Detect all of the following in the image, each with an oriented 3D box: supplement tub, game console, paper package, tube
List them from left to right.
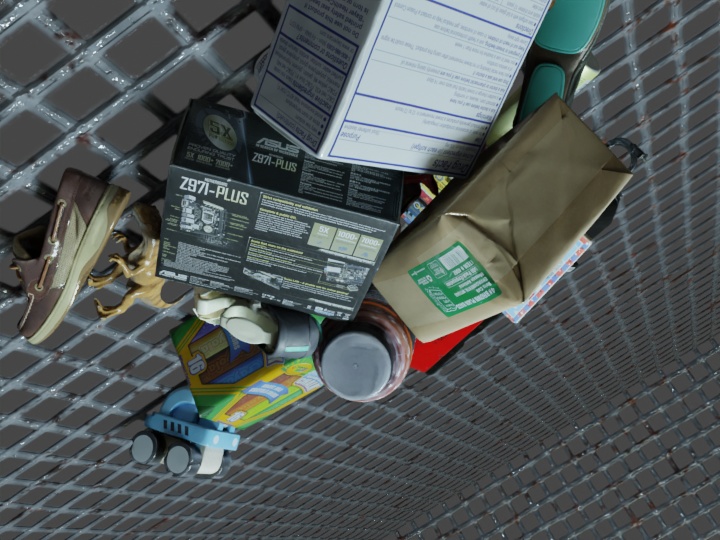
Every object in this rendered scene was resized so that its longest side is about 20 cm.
[{"bbox_3d":[0.006,0.078,0.927,0.107,0.107,0.200,-34,-177,10],"label":"supplement tub"},{"bbox_3d":[0.124,0.042,1.175,0.172,0.119,0.200,23,133,-20],"label":"game console"},{"bbox_3d":[0.121,-0.041,0.798,0.191,0.103,0.200,-46,-175,-24],"label":"paper package"},{"bbox_3d":[0.181,-0.178,0.972,0.058,0.052,0.200,34,127,-17],"label":"tube"}]

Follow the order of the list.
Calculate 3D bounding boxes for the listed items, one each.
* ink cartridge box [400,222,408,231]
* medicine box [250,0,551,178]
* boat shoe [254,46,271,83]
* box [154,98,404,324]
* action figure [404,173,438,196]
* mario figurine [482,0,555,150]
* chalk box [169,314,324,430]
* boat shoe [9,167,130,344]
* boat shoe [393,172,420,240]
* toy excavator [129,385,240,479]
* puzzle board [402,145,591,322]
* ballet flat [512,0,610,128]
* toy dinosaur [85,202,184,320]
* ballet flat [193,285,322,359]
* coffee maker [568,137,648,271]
[{"bbox_3d":[0.076,0.000,1.152,0.116,0.068,0.200,1,142,-47],"label":"ink cartridge box"},{"bbox_3d":[0.038,-0.187,0.674,0.182,0.103,0.201,1,121,-46],"label":"medicine box"},{"bbox_3d":[-0.015,-0.147,0.796,0.072,0.068,0.200,-39,153,19],"label":"boat shoe"},{"bbox_3d":[-0.078,-0.049,0.787,0.199,0.086,0.164,14,142,-8],"label":"box"},{"bbox_3d":[-0.021,-0.088,0.848,0.199,0.066,0.052,-4,158,17],"label":"action figure"},{"bbox_3d":[0.098,-0.202,0.835,0.123,0.106,0.200,20,123,-14],"label":"mario figurine"},{"bbox_3d":[-0.108,0.091,1.051,0.199,0.124,0.125,-30,154,9],"label":"chalk box"},{"bbox_3d":[-0.282,-0.014,0.781,0.072,0.072,0.200,29,126,-17],"label":"boat shoe"},{"bbox_3d":[0.009,-0.055,0.952,0.072,0.072,0.200,-9,155,-36],"label":"boat shoe"},{"bbox_3d":[-0.203,0.189,1.183,0.194,0.201,0.100,9,170,27],"label":"toy excavator"},{"bbox_3d":[0.144,-0.051,0.977,0.017,0.200,0.151,-36,166,-45],"label":"puzzle board"},{"bbox_3d":[0.200,-0.220,0.869,0.068,0.068,0.201,-45,154,-64],"label":"ballet flat"},{"bbox_3d":[-0.225,0.013,0.881,0.106,0.061,0.200,-21,153,-21],"label":"toy dinosaur"},{"bbox_3d":[-0.127,0.035,0.875,0.073,0.200,0.073,-30,134,-36],"label":"ballet flat"},{"bbox_3d":[0.232,-0.096,1.065,0.200,0.135,0.193,-8,131,-55],"label":"coffee maker"}]
